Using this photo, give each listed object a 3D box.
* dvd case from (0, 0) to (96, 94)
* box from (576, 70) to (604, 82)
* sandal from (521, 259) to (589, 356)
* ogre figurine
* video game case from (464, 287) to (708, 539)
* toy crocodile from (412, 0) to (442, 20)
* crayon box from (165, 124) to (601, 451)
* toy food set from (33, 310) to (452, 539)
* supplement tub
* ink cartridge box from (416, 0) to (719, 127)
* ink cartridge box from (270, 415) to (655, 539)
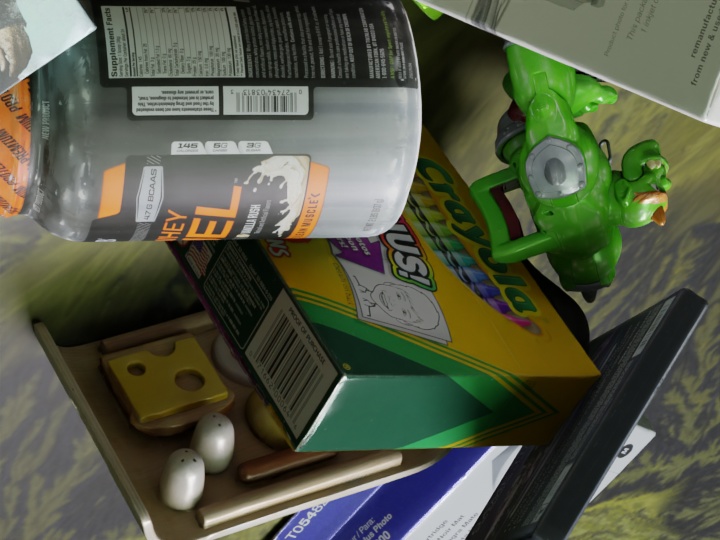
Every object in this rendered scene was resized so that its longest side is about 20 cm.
[{"bbox_3d":[-0.219,-0.137,1.141,0.146,0.022,0.200,-34,124,-2],"label":"dvd case"},{"bbox_3d":[0.189,-0.139,1.422,0.199,0.035,0.110,5,145,12],"label":"box"},{"bbox_3d":[0.060,0.015,1.484,0.048,0.200,0.076,6,102,-25],"label":"sandal"},{"bbox_3d":[0.103,-0.063,1.404,0.097,0.121,0.200,-1,153,-9],"label":"ogre figurine"},{"bbox_3d":[0.108,0.086,1.397,0.143,0.019,0.200,-57,-178,-13],"label":"video game case"},{"bbox_3d":[0.023,-0.175,1.333,0.068,0.062,0.200,-45,149,13],"label":"toy crocodile"},{"bbox_3d":[0.000,0.000,1.386,0.172,0.200,0.058,1,134,-40],"label":"crayon box"},{"bbox_3d":[-0.057,0.056,1.455,0.199,0.144,0.061,-15,141,-26],"label":"toy food set"},{"bbox_3d":[-0.080,-0.075,1.276,0.199,0.123,0.123,-1,136,-14],"label":"supplement tub"},{"bbox_3d":[0.113,-0.130,1.224,0.146,0.199,0.083,8,106,-59],"label":"ink cartridge box"},{"bbox_3d":[0.067,0.140,1.748,0.200,0.041,0.200,-48,143,17],"label":"ink cartridge box"}]
